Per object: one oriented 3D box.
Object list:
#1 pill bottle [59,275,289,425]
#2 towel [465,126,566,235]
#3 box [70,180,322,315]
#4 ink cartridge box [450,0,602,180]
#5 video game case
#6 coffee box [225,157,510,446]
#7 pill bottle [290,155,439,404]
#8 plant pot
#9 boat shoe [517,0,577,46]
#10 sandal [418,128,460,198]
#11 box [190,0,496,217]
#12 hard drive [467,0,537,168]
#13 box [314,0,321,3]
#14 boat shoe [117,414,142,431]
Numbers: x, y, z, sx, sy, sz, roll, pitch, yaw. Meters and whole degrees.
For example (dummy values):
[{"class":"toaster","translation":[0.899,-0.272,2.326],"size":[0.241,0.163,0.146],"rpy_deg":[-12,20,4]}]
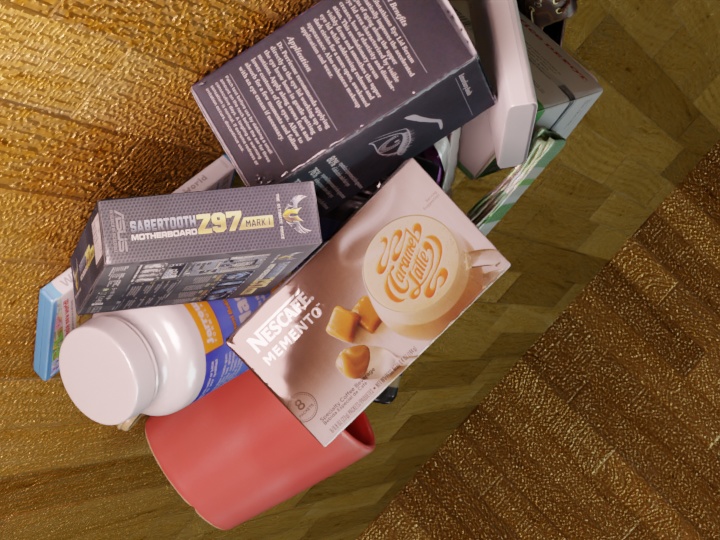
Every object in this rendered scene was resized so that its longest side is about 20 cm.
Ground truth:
[{"class":"pill bottle","translation":[-0.150,0.051,1.530],"size":[0.200,0.112,0.112],"rpy_deg":[-30,159,-51]},{"class":"towel","translation":[0.106,-0.046,1.654],"size":[0.200,0.023,0.152],"rpy_deg":[-49,174,9]},{"class":"box","translation":[-0.125,-0.015,1.375],"size":[0.156,0.052,0.200],"rpy_deg":[-5,171,-15]},{"class":"ink cartridge box","translation":[0.115,-0.170,1.697],"size":[0.084,0.146,0.200],"rpy_deg":[-53,165,26]},{"class":"video game case","translation":[-0.187,-0.002,1.546],"size":[0.200,0.018,0.143],"rpy_deg":[-39,166,-28]},{"class":"coffee box","translation":[0.004,0.024,1.441],"size":[0.200,0.114,0.080],"rpy_deg":[-43,-176,-2]},{"class":"pill bottle","translation":[0.000,0.000,1.538],"size":[0.112,0.111,0.202],"rpy_deg":[19,85,-75]},{"class":"plant pot","translation":[-0.110,0.156,1.908],"size":[0.177,0.201,0.200],"rpy_deg":[-39,168,8]},{"class":"boat shoe","translation":[0.180,-0.268,1.784],"size":[0.070,0.070,0.200],"rpy_deg":[-41,164,-16]},{"class":"sandal","translation":[0.045,-0.119,1.595],"size":[0.050,0.082,0.205],"rpy_deg":[-15,103,-54]},{"class":"box","translation":[-0.008,-0.134,1.428],"size":[0.199,0.105,0.148],"rpy_deg":[-33,167,3]},{"class":"hard drive","translation":[0.110,-0.201,1.524],"size":[0.026,0.202,0.132],"rpy_deg":[-8,162,-2]},{"class":"box","translation":[0.046,-0.285,1.404],"size":[0.200,0.032,0.121],"rpy_deg":[-43,166,-18]},{"class":"boat shoe","translation":[-0.183,0.098,1.748],"size":[0.200,0.063,0.074],"rpy_deg":[-29,158,-53]}]
